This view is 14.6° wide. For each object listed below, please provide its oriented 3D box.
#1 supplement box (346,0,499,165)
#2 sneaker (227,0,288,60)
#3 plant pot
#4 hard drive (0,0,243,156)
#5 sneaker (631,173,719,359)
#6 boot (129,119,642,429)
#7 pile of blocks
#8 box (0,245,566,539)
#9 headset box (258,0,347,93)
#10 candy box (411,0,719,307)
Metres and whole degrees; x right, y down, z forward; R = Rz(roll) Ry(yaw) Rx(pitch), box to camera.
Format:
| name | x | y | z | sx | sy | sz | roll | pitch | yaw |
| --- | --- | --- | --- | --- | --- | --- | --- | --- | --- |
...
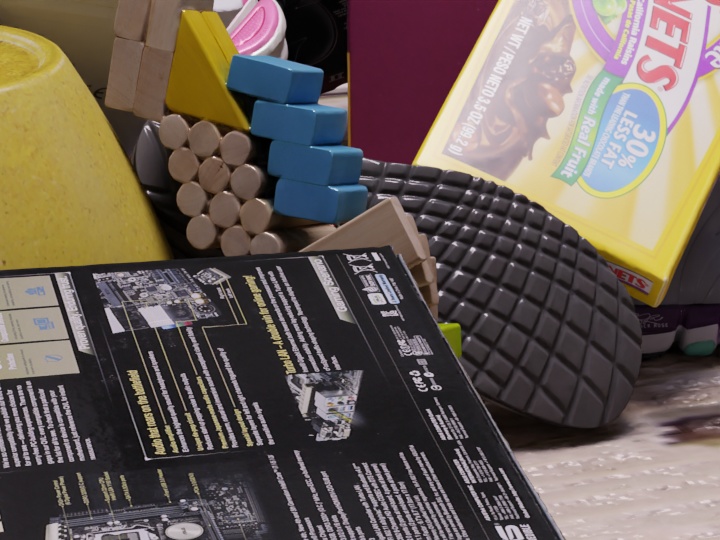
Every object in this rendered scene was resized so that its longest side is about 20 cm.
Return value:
| name | x | y | z | sx | sy | sz | roll | pitch | yaw |
| --- | --- | --- | --- | --- | --- | --- | --- | --- | --- |
| supplement box | 0.068 | -0.082 | 1.183 | 0.102 | 0.132 | 0.200 | 5 | 18 | 14 |
| sneaker | -0.106 | -0.047 | 1.175 | 0.199 | 0.088 | 0.074 | -16 | 30 | 23 |
| plant pot | -0.145 | -0.001 | 0.915 | 0.198 | 0.143 | 0.200 | 1 | 18 | 0 |
| hard drive | -0.143 | -0.058 | 1.022 | 0.131 | 0.026 | 0.200 | 5 | -30 | -28 |
| sneaker | 0.159 | -0.015 | 1.053 | 0.198 | 0.088 | 0.074 | -2 | 19 | -9 |
| boot | 0.000 | 0.000 | 1.016 | 0.199 | 0.070 | 0.132 | 30 | -15 | -5 |
| pile of blocks | -0.012 | -0.013 | 0.908 | 0.082 | 0.201 | 0.062 | -27 | -7 | 24 |
| box | -0.045 | 0.077 | 0.749 | 0.162 | 0.087 | 0.200 | -4 | 26 | -14 |
| headset box | -0.054 | -0.135 | 1.239 | 0.148 | 0.075 | 0.200 | -18 | -22 | -3 |
| candy box | 0.103 | -0.090 | 1.040 | 0.102 | 0.026 | 0.201 | 25 | 63 | 5 |
